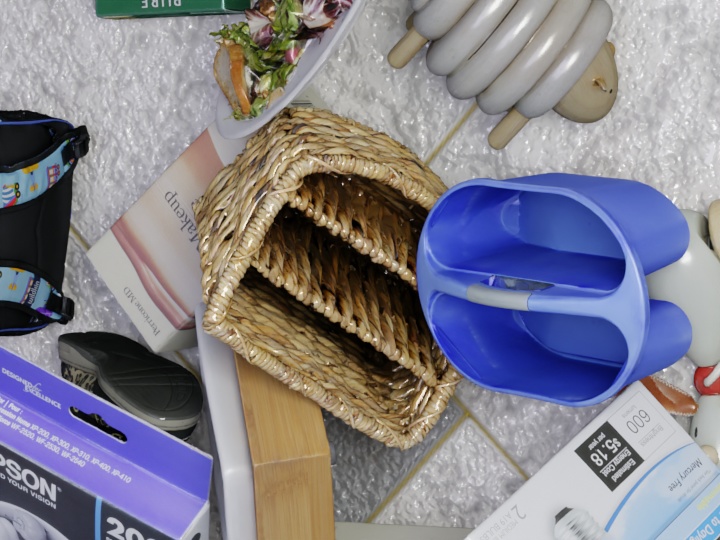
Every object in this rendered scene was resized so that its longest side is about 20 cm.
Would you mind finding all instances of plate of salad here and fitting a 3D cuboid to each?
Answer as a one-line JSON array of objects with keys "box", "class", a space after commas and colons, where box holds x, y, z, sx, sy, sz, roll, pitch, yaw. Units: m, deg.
[{"box": [-0.048, -0.181, 1.456, 0.048, 0.200, 0.200, 32, 113, -21], "class": "plate of salad"}]

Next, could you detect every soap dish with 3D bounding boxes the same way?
[{"box": [-0.066, 0.123, 1.503, 0.081, 0.201, 0.158, -7, 129, -6], "class": "soap dish"}]

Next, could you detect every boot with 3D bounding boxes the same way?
[{"box": [-0.181, 0.141, 1.608, 0.203, 0.073, 0.155, 27, 114, 58], "class": "boot"}]

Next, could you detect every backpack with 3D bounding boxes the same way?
[{"box": [-0.314, -0.036, 1.624, 0.134, 0.200, 0.184, 11, 99, 26], "class": "backpack"}]

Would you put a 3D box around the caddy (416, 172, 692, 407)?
[{"box": [0.121, 0.010, 1.374, 0.199, 0.105, 0.143, 8, 105, 47], "class": "caddy"}]

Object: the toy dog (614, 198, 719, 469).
[{"box": [0.223, 0.040, 1.414, 0.132, 0.096, 0.201, -32, 79, 25], "class": "toy dog"}]

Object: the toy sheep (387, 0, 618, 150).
[{"box": [0.095, -0.171, 1.445, 0.199, 0.138, 0.138, 35, 111, -12], "class": "toy sheep"}]

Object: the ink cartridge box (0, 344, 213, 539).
[{"box": [-0.200, 0.170, 1.546, 0.197, 0.043, 0.201, 25, 136, 19], "class": "ink cartridge box"}]

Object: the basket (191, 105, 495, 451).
[{"box": [0.000, 0.000, 1.448, 0.200, 0.149, 0.143, 35, 113, -27], "class": "basket"}]

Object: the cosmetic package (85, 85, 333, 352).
[{"box": [-0.096, -0.041, 1.575, 0.200, 0.087, 0.104, -45, 75, 22], "class": "cosmetic package"}]

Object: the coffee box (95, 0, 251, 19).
[{"box": [-0.144, -0.292, 1.606, 0.122, 0.044, 0.202, -1, 93, 27], "class": "coffee box"}]

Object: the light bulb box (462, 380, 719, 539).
[{"box": [0.166, 0.218, 1.372, 0.200, 0.198, 0.125, 47, 142, 7], "class": "light bulb box"}]

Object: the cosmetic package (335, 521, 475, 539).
[{"box": [0.043, 0.241, 1.513, 0.199, 0.073, 0.104, -1, 128, 28], "class": "cosmetic package"}]
